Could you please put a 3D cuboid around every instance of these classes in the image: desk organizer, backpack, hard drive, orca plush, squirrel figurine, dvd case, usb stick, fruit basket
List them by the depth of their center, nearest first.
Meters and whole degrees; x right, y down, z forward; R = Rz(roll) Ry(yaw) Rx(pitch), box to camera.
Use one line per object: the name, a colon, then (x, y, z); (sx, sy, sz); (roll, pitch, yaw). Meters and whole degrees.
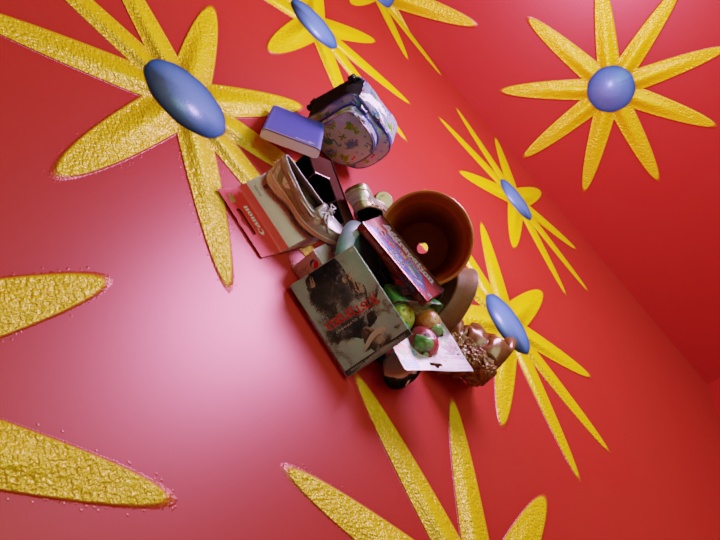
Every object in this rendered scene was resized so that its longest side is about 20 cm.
dvd case: (-0.018, 0.074, 1.383); (0.201, 0.146, 0.022); (57, -8, 7)
fruit basket: (0.116, 0.114, 1.467); (0.185, 0.094, 0.200); (8, 35, -38)
orca plush: (0.084, 0.189, 1.510); (0.105, 0.071, 0.200); (1, 25, 0)
desk organizer: (-0.085, -0.158, 1.630); (0.077, 0.072, 0.201); (19, 41, -45)
squirrel figurine: (0.224, 0.162, 1.664); (0.187, 0.142, 0.200); (46, 24, 2)
hard drive: (-0.148, -0.314, 1.683); (0.131, 0.025, 0.200); (20, 25, -9)
usb stick: (0.035, -0.015, 1.687); (0.055, 0.033, 0.201); (16, 43, -63)
backpack: (-0.018, -0.345, 1.853); (0.200, 0.182, 0.147); (42, 43, -31)

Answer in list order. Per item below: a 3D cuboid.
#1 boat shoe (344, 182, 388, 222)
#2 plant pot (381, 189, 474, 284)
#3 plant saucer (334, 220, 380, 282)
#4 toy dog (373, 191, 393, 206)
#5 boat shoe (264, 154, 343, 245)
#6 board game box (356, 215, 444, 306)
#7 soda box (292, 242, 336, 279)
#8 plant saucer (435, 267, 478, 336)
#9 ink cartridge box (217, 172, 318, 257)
boat shoe: (0.022, -0.122, 1.663); (0.200, 0.074, 0.067); (36, 34, -60)
plant pot: (0.139, -0.059, 1.635); (0.201, 0.200, 0.183); (55, 0, 6)
plant saucer: (0.000, 0.000, 1.497); (0.200, 0.027, 0.201); (-1, 90, -67)
toy dog: (0.081, -0.111, 1.804); (0.199, 0.097, 0.132); (22, -13, 2)
boat shoe: (-0.100, -0.134, 1.473); (0.202, 0.065, 0.074); (49, 27, 1)
board game box: (0.082, -0.022, 1.490); (0.200, 0.019, 0.103); (51, 26, 7)
soda box: (-0.055, -0.019, 1.512); (0.068, 0.064, 0.200); (53, 27, 2)
plant saucer: (0.177, 0.070, 1.627); (0.035, 0.200, 0.201); (35, 30, -16)
ink cartridge box: (-0.168, -0.115, 1.467); (0.161, 0.050, 0.200); (56, 24, 7)
